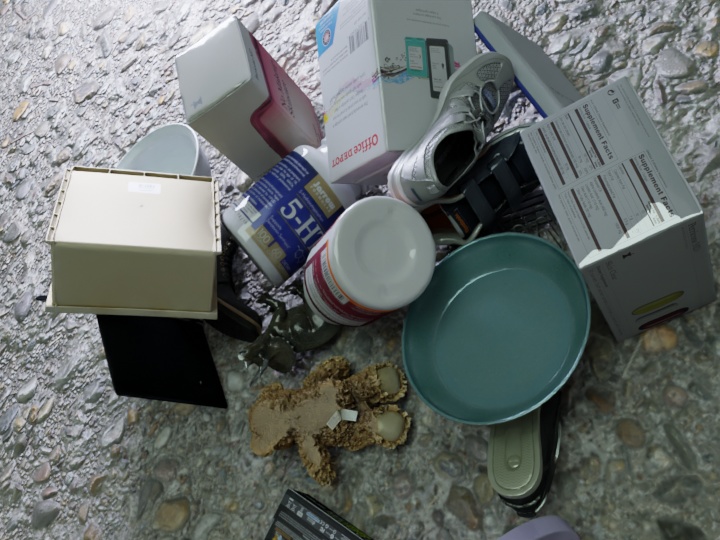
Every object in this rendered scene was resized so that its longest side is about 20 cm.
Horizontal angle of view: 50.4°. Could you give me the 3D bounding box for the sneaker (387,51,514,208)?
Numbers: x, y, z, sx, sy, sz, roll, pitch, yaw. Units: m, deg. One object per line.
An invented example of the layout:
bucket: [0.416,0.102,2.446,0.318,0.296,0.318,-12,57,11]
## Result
sneaker: [0.113,-0.145,0.798,0.202,0.074,0.081,-57,28,-14]

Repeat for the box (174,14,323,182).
box: [-0.146,-0.220,1.050,0.107,0.200,0.130,-28,56,15]

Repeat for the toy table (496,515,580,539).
toy table: [0.138,0.327,0.655,0.202,0.182,0.117,-55,36,11]

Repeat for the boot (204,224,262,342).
boot: [-0.186,-0.001,1.058,0.197,0.078,0.139,30,62,19]

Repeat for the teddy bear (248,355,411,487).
teddy bear: [-0.033,0.171,0.895,0.197,0.067,0.147,-28,66,8]

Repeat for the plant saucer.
plant saucer: [0.134,0.059,0.754,0.196,0.036,0.204,-18,53,26]

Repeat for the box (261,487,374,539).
box: [-0.037,0.354,0.814,0.197,0.044,0.163,22,80,36]

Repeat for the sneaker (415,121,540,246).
sneaker: [0.133,-0.082,0.835,0.198,0.079,0.080,-31,25,23]

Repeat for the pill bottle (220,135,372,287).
pill bottle: [-0.073,-0.088,0.989,0.200,0.120,0.119,-43,53,-8]

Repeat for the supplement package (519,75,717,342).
supplement package: [0.253,-0.049,0.738,0.109,0.200,0.159,-26,58,17]

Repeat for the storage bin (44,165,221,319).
storage bin: [-0.275,-0.042,0.951,0.195,0.096,0.200,3,34,-14]

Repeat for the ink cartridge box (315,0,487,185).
ink cartridge box: [0.045,-0.215,0.907,0.146,0.143,0.206,-16,78,60]

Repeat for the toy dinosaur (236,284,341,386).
toy dinosaur: [-0.068,0.062,0.962,0.197,0.077,0.103,-27,66,-10]

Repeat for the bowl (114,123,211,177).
bowl: [-0.290,-0.112,1.145,0.197,0.090,0.205,-19,53,26]

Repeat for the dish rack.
dish rack: [0.159,-0.011,0.851,0.150,0.055,0.204,-18,50,22]

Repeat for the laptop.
laptop: [-0.296,0.106,0.994,0.196,0.186,0.119,-2,75,35]

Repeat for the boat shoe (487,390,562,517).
boat shoe: [0.172,0.146,0.781,0.070,0.068,0.203,-10,47,33]

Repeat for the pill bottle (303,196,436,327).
pill bottle: [0.000,0.000,0.844,0.111,0.200,0.117,3,79,-15]

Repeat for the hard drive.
hard drive: [0.216,-0.210,0.880,0.025,0.130,0.202,-48,50,29]
